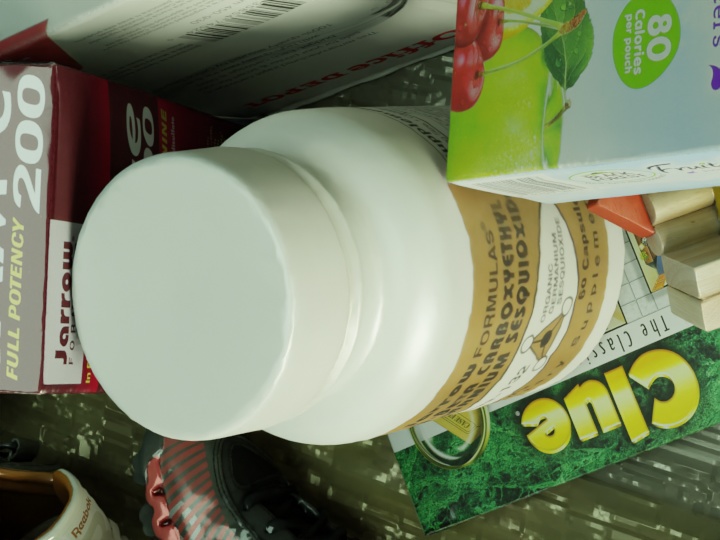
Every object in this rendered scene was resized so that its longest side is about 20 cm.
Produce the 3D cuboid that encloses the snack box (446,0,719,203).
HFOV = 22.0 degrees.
[{"bbox_3d":[0.111,-0.099,0.542,0.200,0.053,0.142,-4,81,50],"label":"snack box"}]

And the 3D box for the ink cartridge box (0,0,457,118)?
[{"bbox_3d":[-0.058,-0.118,0.699,0.147,0.200,0.083,-17,82,34],"label":"ink cartridge box"}]

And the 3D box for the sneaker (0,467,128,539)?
[{"bbox_3d":[-0.116,0.138,0.783,0.085,0.200,0.073,-43,27,38],"label":"sneaker"}]

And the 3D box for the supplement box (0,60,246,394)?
[{"bbox_3d":[-0.094,-0.009,0.677,0.061,0.200,0.109,1,88,18],"label":"supplement box"}]

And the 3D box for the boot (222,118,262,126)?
[{"bbox_3d":[-0.121,-0.025,0.827,0.200,0.075,0.097,7,89,16],"label":"boot"}]

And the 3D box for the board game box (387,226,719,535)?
[{"bbox_3d":[0.087,0.025,0.721,0.200,0.023,0.105,-27,81,34],"label":"board game box"}]

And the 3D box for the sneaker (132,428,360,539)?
[{"bbox_3d":[-0.021,0.133,0.777,0.098,0.071,0.201,-37,76,32],"label":"sneaker"}]

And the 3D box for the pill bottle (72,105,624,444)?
[{"bbox_3d":[0.000,0.000,0.643,0.114,0.200,0.114,4,97,34],"label":"pill bottle"}]

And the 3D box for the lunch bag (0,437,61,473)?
[{"bbox_3d":[-0.203,0.188,0.876,0.168,0.139,0.200,-12,89,18],"label":"lunch bag"}]

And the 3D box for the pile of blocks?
[{"bbox_3d":[0.094,-0.060,0.637,0.082,0.062,0.200,92,153,-52],"label":"pile of blocks"}]
